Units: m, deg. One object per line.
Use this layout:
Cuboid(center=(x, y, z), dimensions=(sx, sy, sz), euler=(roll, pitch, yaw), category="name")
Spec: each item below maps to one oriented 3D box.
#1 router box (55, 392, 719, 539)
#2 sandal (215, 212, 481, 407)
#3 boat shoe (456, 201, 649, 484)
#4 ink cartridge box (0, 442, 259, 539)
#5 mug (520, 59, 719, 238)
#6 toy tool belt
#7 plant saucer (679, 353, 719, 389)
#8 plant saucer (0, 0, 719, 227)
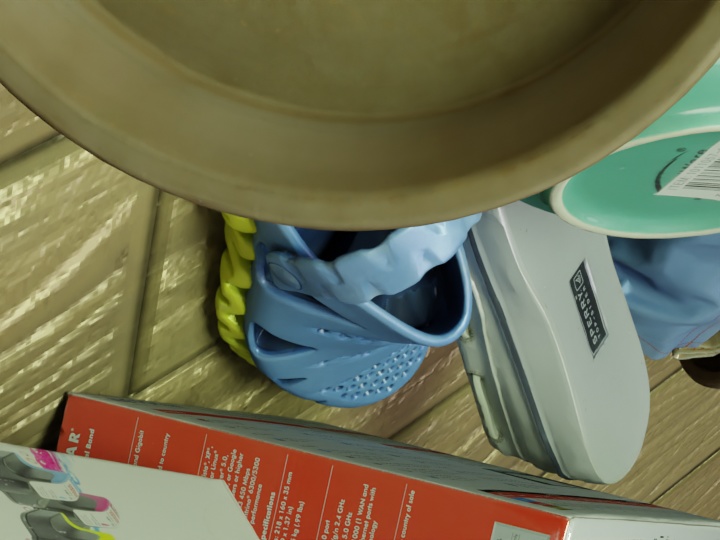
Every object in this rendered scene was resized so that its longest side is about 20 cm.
Cuboid(center=(0.019, 0.089, 0.763), dimensions=(0.200, 0.179, 0.049), euler=(16, 86, -64), category="router box")
Cuboid(center=(0.000, 0.000, 0.725), dimensions=(0.080, 0.087, 0.200), euler=(-48, 158, -14), category="sandal")
Cuboid(center=(0.052, -0.010, 0.805), dimensions=(0.072, 0.066, 0.200), euler=(-52, 134, -38), category="boat shoe")
Cuboid(center=(-0.099, 0.115, 0.634), dimensions=(0.200, 0.068, 0.115), euler=(14, 115, -36), category="ink cartridge box")
Cuboid(center=(0.086, -0.081, 0.638), dimensions=(0.152, 0.115, 0.185), euler=(-13, 159, 25), category="mug")
Cuboid(center=(0.126, -0.041, 0.843), dimensions=(0.123, 0.125, 0.200), euler=(-40, 160, -35), category="toy tool belt")
Cuboid(center=(0.196, -0.038, 0.951), dimensions=(0.200, 0.029, 0.200), euler=(-157, -90, -79), category="plant saucer")
Cuboid(center=(-0.008, -0.106, 0.423), dimensions=(0.200, 0.200, 0.029), euler=(-64, 174, 26), category="plant saucer")
